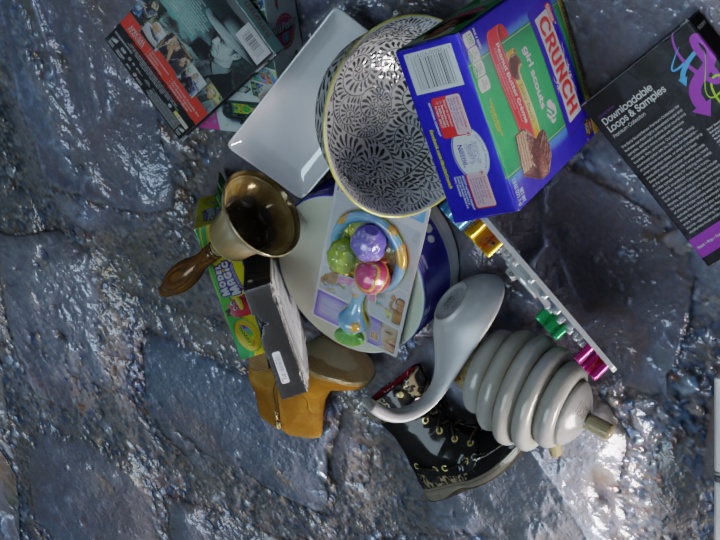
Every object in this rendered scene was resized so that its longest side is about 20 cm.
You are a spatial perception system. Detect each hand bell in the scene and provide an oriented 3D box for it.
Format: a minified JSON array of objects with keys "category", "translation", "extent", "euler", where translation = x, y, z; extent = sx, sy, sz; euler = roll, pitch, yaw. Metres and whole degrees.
[{"category":"hand bell","translation":[-0.166,-0.019,1.499],"extent":[0.200,0.104,0.104],"euler":[-35,94,41]}]

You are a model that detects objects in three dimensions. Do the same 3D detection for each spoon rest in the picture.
[{"category":"spoon rest","translation":[0.088,0.086,1.440],"extent":[0.061,0.200,0.099],"euler":[40,-179,-21]}]

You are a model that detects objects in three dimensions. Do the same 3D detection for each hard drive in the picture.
[{"category":"hard drive","translation":[-0.098,0.044,1.552],"extent":[0.037,0.200,0.141],"euler":[-17,110,1]}]

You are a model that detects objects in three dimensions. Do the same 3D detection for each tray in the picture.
[{"category":"tray","translation":[-0.044,-0.179,1.427],"extent":[0.107,0.022,0.200],"euler":[34,115,-18]}]

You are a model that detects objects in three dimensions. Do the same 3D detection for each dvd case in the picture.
[{"category":"dvd case","translation":[-0.185,-0.247,1.456],"extent":[0.146,0.022,0.200],"euler":[53,136,-4]}]

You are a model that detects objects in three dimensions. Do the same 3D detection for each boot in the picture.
[{"category":"boot","translation":[-0.056,0.153,1.672],"extent":[0.200,0.071,0.145],"euler":[15,131,33]},{"category":"boot","translation":[0.102,0.179,1.562],"extent":[0.151,0.073,0.200],"euler":[51,140,-2]}]

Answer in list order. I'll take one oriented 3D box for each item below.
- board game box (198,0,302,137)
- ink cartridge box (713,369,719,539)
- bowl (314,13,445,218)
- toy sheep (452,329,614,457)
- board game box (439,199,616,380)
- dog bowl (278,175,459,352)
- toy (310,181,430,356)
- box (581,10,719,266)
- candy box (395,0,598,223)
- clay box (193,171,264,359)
[{"category":"board game box","translation":[-0.139,-0.256,1.474],"extent":[0.146,0.064,0.202],"euler":[9,121,31]},{"category":"ink cartridge box","translation":[0.428,0.184,1.311],"extent":[0.144,0.084,0.202],"euler":[11,123,32]},{"category":"bowl","translation":[0.024,-0.163,1.350],"extent":[0.094,0.199,0.203],"euler":[27,135,52]},{"category":"toy sheep","translation":[0.183,0.132,1.434],"extent":[0.198,0.138,0.139],"euler":[20,127,24]},{"category":"board game box","translation":[0.160,0.011,1.327],"extent":[0.026,0.200,0.200],"euler":[-41,100,3]},{"category":"dog bowl","translation":[0.007,-0.011,1.506],"extent":[0.199,0.079,0.202],"euler":[18,126,27]},{"category":"toy","translation":[0.000,0.000,1.431],"extent":[0.114,0.047,0.201],"euler":[26,130,19]},{"category":"box","translation":[0.319,-0.120,1.238],"extent":[0.200,0.036,0.143],"euler":[50,133,-2]},{"category":"candy box","translation":[0.133,-0.164,1.233],"extent":[0.076,0.200,0.170],"euler":[-8,112,36]},{"category":"clay box","translation":[-0.155,-0.008,1.603],"extent":[0.047,0.115,0.202],"euler":[-18,110,2]}]
